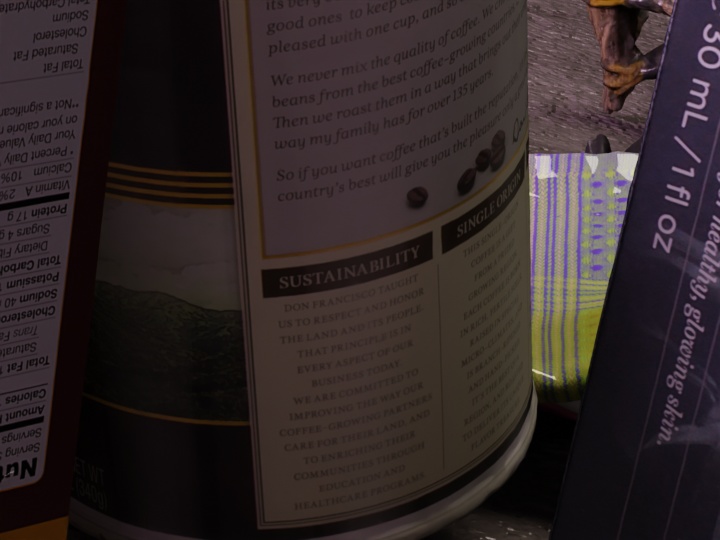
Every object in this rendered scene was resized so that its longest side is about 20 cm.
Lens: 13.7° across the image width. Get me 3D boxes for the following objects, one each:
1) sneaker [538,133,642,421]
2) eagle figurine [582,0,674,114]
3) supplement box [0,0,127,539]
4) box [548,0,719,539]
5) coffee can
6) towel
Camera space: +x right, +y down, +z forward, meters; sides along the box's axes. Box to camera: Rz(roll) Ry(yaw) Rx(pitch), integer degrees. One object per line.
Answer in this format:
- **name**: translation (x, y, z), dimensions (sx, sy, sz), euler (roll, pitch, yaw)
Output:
- **sneaker**: translation (0.086, -0.004, 1.005), dimensions (0.074, 0.088, 0.200), euler (20, 17, 26)
- **eagle figurine**: translation (0.188, -0.101, 1.382), dimensions (0.200, 0.151, 0.152), euler (11, 1, 39)
- **supplement box**: translation (-0.170, -0.038, 0.686), dimensions (0.133, 0.200, 0.197), euler (-11, 27, -44)
- **box**: translation (0.165, 0.032, 0.721), dimensions (0.196, 0.200, 0.124), euler (18, 18, 21)
- **coffee can**: translation (-0.027, -0.045, 0.774), dimensions (0.146, 0.200, 0.146), euler (-2, 31, 1)
- **towel**: translation (0.000, 0.000, 0.917), dimensions (0.199, 0.023, 0.144), euler (1, 28, 7)
